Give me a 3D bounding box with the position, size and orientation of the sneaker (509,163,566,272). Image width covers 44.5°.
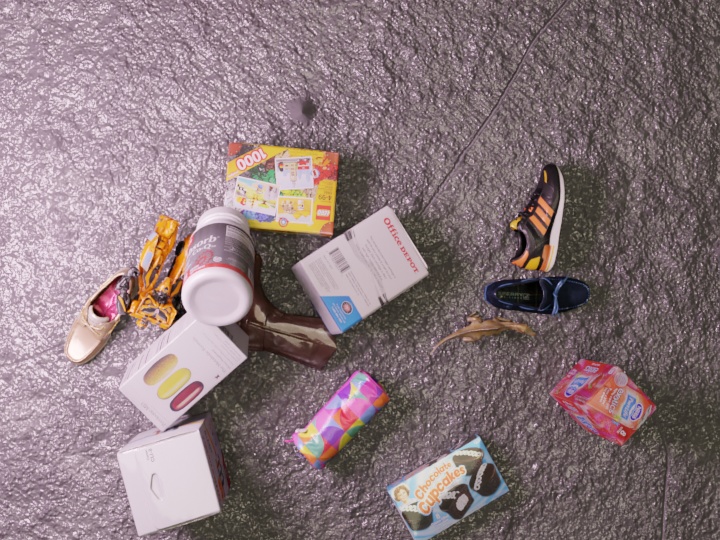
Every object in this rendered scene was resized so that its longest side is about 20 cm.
[{"bbox_3d":[0.323,-0.101,1.629,0.089,0.070,0.203,5,91,-7],"label":"sneaker"}]

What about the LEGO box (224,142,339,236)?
[{"bbox_3d":[-0.143,-0.145,1.596,0.197,0.077,0.151,4,89,-4],"label":"LEGO box"}]

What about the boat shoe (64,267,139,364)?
[{"bbox_3d":[-0.468,0.079,1.576,0.073,0.069,0.201,33,87,-2],"label":"boat shoe"}]

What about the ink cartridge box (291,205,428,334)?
[{"bbox_3d":[0.000,0.000,1.580,0.199,0.084,0.147,-32,92,-18],"label":"ink cartridge box"}]

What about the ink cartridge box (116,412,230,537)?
[{"bbox_3d":[-0.316,0.346,1.517,0.143,0.200,0.147,-16,91,-3],"label":"ink cartridge box"}]

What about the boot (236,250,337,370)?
[{"bbox_3d":[-0.128,0.074,1.601,0.197,0.064,0.189,13,101,0],"label":"boot"}]

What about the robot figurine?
[{"bbox_3d":[-0.349,0.013,1.563,0.144,0.058,0.202,26,84,-36],"label":"robot figurine"}]

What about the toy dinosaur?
[{"bbox_3d":[0.214,0.107,1.604,0.197,0.101,0.059,-9,90,-4],"label":"toy dinosaur"}]

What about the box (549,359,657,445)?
[{"bbox_3d":[0.427,0.230,1.567,0.100,0.200,0.096,45,86,-2],"label":"box"}]

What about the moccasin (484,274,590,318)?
[{"bbox_3d":[0.332,0.052,1.629,0.197,0.068,0.082,-6,90,-4],"label":"moccasin"}]

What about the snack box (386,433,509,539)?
[{"bbox_3d":[0.161,0.404,1.629,0.199,0.037,0.117,-30,91,-3],"label":"snack box"}]

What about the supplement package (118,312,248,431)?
[{"bbox_3d":[-0.303,0.159,1.525,0.200,0.110,0.114,-41,105,6],"label":"supplement package"}]

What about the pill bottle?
[{"bbox_3d":[-0.235,-0.012,1.473,0.114,0.201,0.117,-3,127,-4],"label":"pill bottle"}]

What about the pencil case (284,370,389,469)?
[{"bbox_3d":[-0.039,0.270,1.596,0.200,0.088,0.088,-43,92,-5],"label":"pencil case"}]
